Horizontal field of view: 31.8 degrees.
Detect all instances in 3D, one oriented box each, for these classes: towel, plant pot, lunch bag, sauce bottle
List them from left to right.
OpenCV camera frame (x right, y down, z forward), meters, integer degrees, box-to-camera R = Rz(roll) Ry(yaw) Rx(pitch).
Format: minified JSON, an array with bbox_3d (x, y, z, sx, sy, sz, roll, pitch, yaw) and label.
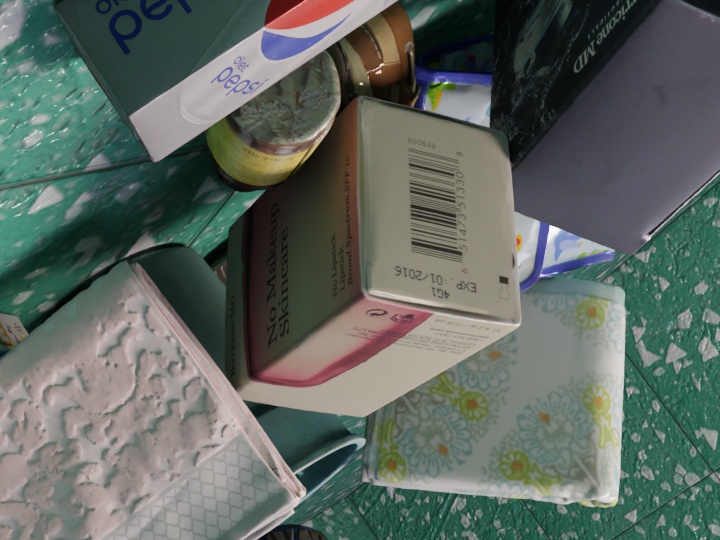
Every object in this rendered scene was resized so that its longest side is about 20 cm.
[{"bbox_3d":[-0.165,0.127,0.798,0.199,0.192,0.032,-37,-175,4],"label":"towel"},{"bbox_3d":[-0.130,0.103,0.935,0.199,0.197,0.200,-33,168,-8],"label":"plant pot"},{"bbox_3d":[-0.057,-0.080,0.723,0.064,0.065,0.200,-32,-179,-14],"label":"sauce bottle"},{"bbox_3d":[0.101,0.088,0.973,0.197,0.173,0.048,3,160,11],"label":"towel"},{"bbox_3d":[0.108,-0.083,0.953,0.198,0.127,0.172,-11,119,-32],"label":"lunch bag"}]

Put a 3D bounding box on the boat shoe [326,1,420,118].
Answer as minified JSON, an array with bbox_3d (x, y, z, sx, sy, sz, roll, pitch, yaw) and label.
[{"bbox_3d":[0.007,-0.109,0.824,0.074,0.076,0.200,-37,169,-10],"label":"boat shoe"}]

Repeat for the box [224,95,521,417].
[{"bbox_3d":[0.000,0.000,0.794,0.108,0.129,0.200,10,154,-26],"label":"box"}]

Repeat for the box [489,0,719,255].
[{"bbox_3d":[0.174,-0.154,0.781,0.116,0.202,0.197,19,143,-16],"label":"box"}]

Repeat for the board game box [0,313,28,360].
[{"bbox_3d":[-0.313,0.095,0.794,0.199,0.034,0.134,-37,167,3],"label":"board game box"}]

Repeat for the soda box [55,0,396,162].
[{"bbox_3d":[-0.039,-0.140,0.600,0.199,0.069,0.063,-34,167,-7],"label":"soda box"}]

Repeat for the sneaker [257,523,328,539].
[{"bbox_3d":[-0.105,0.240,0.921,0.199,0.076,0.078,-31,178,13],"label":"sneaker"}]

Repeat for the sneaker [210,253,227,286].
[{"bbox_3d":[-0.039,-0.014,1.049,0.198,0.076,0.106,-20,-163,3],"label":"sneaker"}]
